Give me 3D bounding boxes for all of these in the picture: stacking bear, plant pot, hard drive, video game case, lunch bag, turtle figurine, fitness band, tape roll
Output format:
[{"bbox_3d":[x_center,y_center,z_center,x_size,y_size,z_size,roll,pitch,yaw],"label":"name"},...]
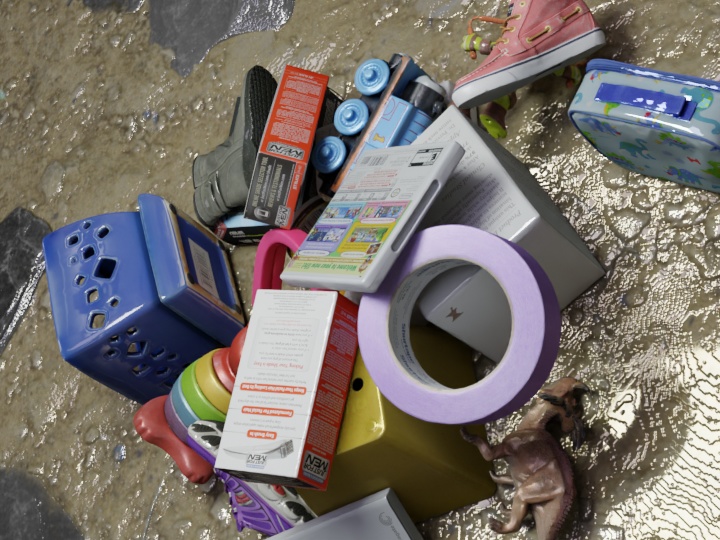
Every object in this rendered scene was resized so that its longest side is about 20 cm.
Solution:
[{"bbox_3d":[-0.161,0.143,1.793,0.200,0.121,0.114,-44,7,26],"label":"stacking bear"},{"bbox_3d":[-0.269,0.031,1.894,0.179,0.200,0.201,-28,55,15],"label":"plant pot"},{"bbox_3d":[-0.019,0.331,1.631,0.199,0.132,0.027,-26,13,23],"label":"hard drive"},{"bbox_3d":[0.010,-0.057,1.573,0.182,0.022,0.200,-57,24,-15],"label":"video game case"},{"bbox_3d":[0.331,-0.154,1.567,0.199,0.161,0.083,18,80,40],"label":"lunch bag"},{"bbox_3d":[0.009,0.165,1.642,0.199,0.176,0.201,-24,57,25],"label":"plant pot"},{"bbox_3d":[0.184,-0.234,1.738,0.199,0.064,0.162,25,70,25],"label":"turtle figurine"},{"bbox_3d":[-0.080,0.039,1.775,0.144,0.037,0.201,47,142,40],"label":"fitness band"},{"bbox_3d":[0.100,0.056,1.503,0.199,0.066,0.201,-2,84,23],"label":"tape roll"}]

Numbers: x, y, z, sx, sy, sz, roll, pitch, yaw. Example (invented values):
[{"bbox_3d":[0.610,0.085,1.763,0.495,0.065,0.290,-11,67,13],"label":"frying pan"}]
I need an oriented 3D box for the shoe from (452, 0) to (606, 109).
[{"bbox_3d":[0.177,-0.258,1.673,0.199,0.071,0.091,-26,86,-16],"label":"shoe"}]

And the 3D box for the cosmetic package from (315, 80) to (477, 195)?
[{"bbox_3d":[0.045,-0.150,1.828,0.199,0.074,0.102,-19,61,29],"label":"cosmetic package"}]

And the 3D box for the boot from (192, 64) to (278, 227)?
[{"bbox_3d":[-0.169,-0.162,1.911,0.130,0.068,0.201,-19,58,34],"label":"boot"}]

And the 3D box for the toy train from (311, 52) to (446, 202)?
[{"bbox_3d":[0.027,-0.159,1.749,0.114,0.087,0.201,29,88,30],"label":"toy train"}]

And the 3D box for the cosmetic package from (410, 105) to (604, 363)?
[{"bbox_3d":[0.130,-0.039,1.655,0.167,0.166,0.200,-42,51,13],"label":"cosmetic package"}]

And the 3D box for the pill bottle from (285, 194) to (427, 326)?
[{"bbox_3d":[0.000,0.000,1.767,0.109,0.109,0.200,-48,51,8],"label":"pill bottle"}]

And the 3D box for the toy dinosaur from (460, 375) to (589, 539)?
[{"bbox_3d":[0.194,0.207,1.556,0.135,0.086,0.201,-23,63,17],"label":"toy dinosaur"}]

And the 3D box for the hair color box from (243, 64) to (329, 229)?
[{"bbox_3d":[-0.088,-0.150,1.770,0.200,0.061,0.102,-79,4,-51],"label":"hair color box"}]

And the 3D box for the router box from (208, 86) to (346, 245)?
[{"bbox_3d":[-0.107,-0.135,1.934,0.149,0.062,0.201,-3,68,33],"label":"router box"}]

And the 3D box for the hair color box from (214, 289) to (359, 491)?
[{"bbox_3d":[-0.074,0.125,1.564,0.110,0.064,0.201,1,69,34],"label":"hair color box"}]

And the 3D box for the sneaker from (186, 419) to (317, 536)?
[{"bbox_3d":[-0.135,0.258,1.722,0.200,0.081,0.083,45,110,4],"label":"sneaker"}]
